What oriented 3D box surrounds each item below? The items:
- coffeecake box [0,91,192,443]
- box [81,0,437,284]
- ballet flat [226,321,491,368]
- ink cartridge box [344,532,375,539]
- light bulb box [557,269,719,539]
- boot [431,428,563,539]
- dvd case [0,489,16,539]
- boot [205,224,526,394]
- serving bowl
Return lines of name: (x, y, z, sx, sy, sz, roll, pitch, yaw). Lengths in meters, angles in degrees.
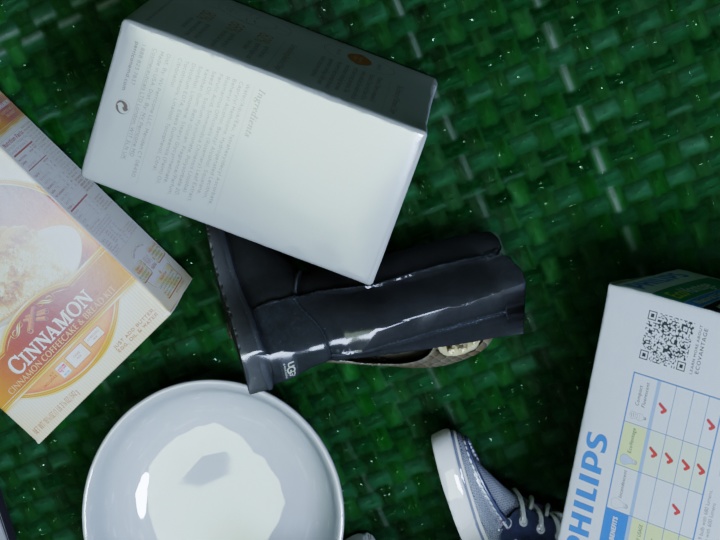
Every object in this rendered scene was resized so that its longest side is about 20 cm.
coffeecake box: (-0.249, -0.003, 1.026, 0.200, 0.073, 0.153, 44, 109, -10)
box: (-0.060, -0.096, 0.929, 0.198, 0.153, 0.107, 21, 111, -2)
ballet flat: (-0.001, 0.044, 1.031, 0.197, 0.046, 0.068, 3, 111, 5)
ink cartridge box: (-0.006, 0.331, 1.118, 0.144, 0.085, 0.201, -28, 106, 14)
light bulb box: (0.257, 0.120, 0.935, 0.198, 0.124, 0.201, 17, 104, 32)
boot: (0.125, 0.191, 1.067, 0.089, 0.073, 0.202, -21, 116, 8)
dvd case: (-0.370, 0.140, 1.119, 0.148, 0.025, 0.203, -9, 108, 10)
boot: (0.000, 0.001, 0.991, 0.197, 0.166, 0.066, -15, 136, -7)
serving bowl: (-0.107, 0.181, 1.070, 0.197, 0.066, 0.203, 0, 91, 5)
